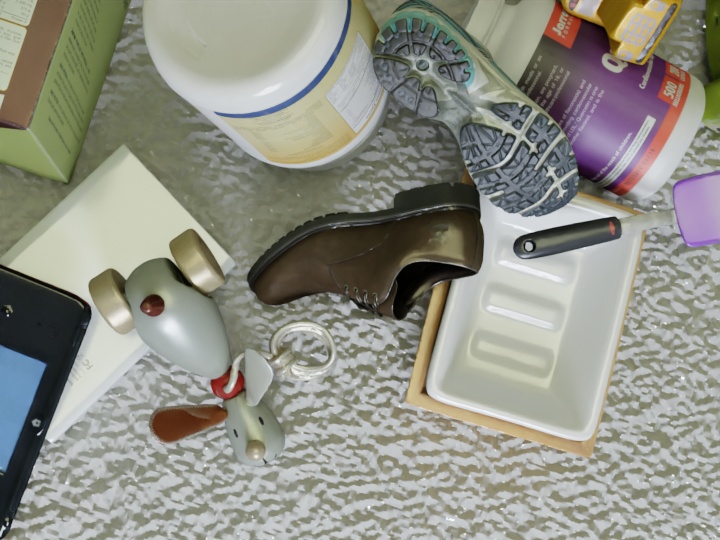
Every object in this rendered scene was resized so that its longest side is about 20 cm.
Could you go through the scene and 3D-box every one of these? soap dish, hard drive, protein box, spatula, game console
[{"bbox_3d":[0.131,0.031,0.897,0.156,0.081,0.202,16,83,-5],"label":"soap dish"},{"bbox_3d":[-0.215,0.017,0.882,0.200,0.026,0.132,-45,91,-9],"label":"hard drive"},{"bbox_3d":[-0.256,-0.194,0.810,0.134,0.199,0.202,17,82,-5],"label":"protein box"},{"bbox_3d":[0.213,-0.036,0.864,0.198,0.021,0.057,-11,86,-9],"label":"spatula"},{"bbox_3d":[-0.316,0.084,0.840,0.175,0.031,0.202,22,93,0],"label":"game console"}]

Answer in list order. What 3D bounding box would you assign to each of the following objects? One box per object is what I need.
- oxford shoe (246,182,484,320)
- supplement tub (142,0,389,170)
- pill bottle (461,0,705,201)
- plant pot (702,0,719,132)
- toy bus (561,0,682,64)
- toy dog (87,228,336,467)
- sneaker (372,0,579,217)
[{"bbox_3d":[0.000,0.000,0.853,0.198,0.073,0.085,-17,66,24],"label":"oxford shoe"},{"bbox_3d":[-0.058,-0.159,0.818,0.143,0.200,0.146,-3,79,13],"label":"supplement tub"},{"bbox_3d":[0.169,-0.147,0.903,0.199,0.112,0.113,27,82,-4],"label":"pill bottle"},{"bbox_3d":[0.390,-0.187,0.899,0.198,0.199,0.184,16,89,-6],"label":"plant pot"},{"bbox_3d":[0.200,-0.253,0.888,0.077,0.065,0.201,17,45,-13],"label":"toy bus"},{"bbox_3d":[-0.117,0.065,0.830,0.199,0.096,0.132,38,100,-12],"label":"toy dog"},{"bbox_3d":[0.095,-0.127,0.830,0.077,0.087,0.200,-34,114,27],"label":"sneaker"}]
